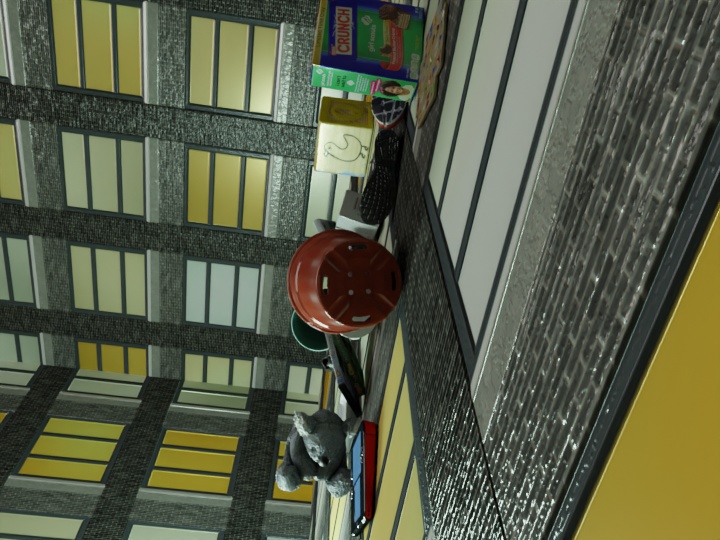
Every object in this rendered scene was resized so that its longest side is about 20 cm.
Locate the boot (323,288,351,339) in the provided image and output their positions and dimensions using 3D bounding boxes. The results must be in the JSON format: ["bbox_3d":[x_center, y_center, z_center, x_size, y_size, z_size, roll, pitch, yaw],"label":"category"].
[{"bbox_3d":[-0.056,0.108,1.660,0.201,0.143,0.073,101,172,-56],"label":"boot"}]

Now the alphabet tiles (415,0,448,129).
[{"bbox_3d":[0.112,-0.329,1.048,0.200,0.006,0.168,120,156,-80],"label":"alphabet tiles"}]

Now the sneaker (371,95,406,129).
[{"bbox_3d":[0.067,-0.347,1.388,0.201,0.076,0.085,-87,-14,-49],"label":"sneaker"}]

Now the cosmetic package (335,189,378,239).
[{"bbox_3d":[-0.006,-0.120,1.595,0.200,0.101,0.075,109,178,-74],"label":"cosmetic package"}]

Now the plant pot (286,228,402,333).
[{"bbox_3d":[-0.021,0.021,1.164,0.195,0.199,0.203,-179,96,-77],"label":"plant pot"}]

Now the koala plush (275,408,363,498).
[{"bbox_3d":[-0.087,0.372,1.441,0.201,0.176,0.185,107,169,-50],"label":"koala plush"}]

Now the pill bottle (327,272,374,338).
[{"bbox_3d":[-0.015,0.060,1.396,0.200,0.113,0.115,-94,12,-71],"label":"pill bottle"}]

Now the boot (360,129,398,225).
[{"bbox_3d":[0.049,-0.196,1.388,0.132,0.069,0.202,-68,-7,-83],"label":"boot"}]

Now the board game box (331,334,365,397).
[{"bbox_3d":[-0.034,0.174,1.472,0.105,0.023,0.201,-103,-9,-73],"label":"board game box"}]

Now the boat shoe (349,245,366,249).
[{"bbox_3d":[0.000,0.000,1.605,0.200,0.074,0.094,76,-177,-73],"label":"boat shoe"}]

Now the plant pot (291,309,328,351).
[{"bbox_3d":[-0.148,0.186,2.477,0.161,0.199,0.202,-47,-35,-80],"label":"plant pot"}]

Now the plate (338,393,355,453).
[{"bbox_3d":[-0.033,0.371,1.670,0.201,0.032,0.201,103,172,-49],"label":"plate"}]

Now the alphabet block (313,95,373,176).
[{"bbox_3d":[-0.060,-0.475,2.318,0.197,0.193,0.201,-91,8,-48],"label":"alphabet block"}]

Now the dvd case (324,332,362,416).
[{"bbox_3d":[-0.043,0.210,1.465,0.143,0.017,0.201,67,-176,-49],"label":"dvd case"}]

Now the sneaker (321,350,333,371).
[{"bbox_3d":[-0.071,0.267,1.940,0.200,0.090,0.067,131,147,-82],"label":"sneaker"}]

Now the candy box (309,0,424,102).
[{"bbox_3d":[0.013,-0.416,1.218,0.077,0.198,0.171,109,167,-69],"label":"candy box"}]

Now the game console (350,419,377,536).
[{"bbox_3d":[0.001,0.388,1.220,0.200,0.031,0.178,103,173,-59],"label":"game console"}]

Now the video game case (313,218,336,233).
[{"bbox_3d":[-0.054,-0.040,1.720,0.201,0.022,0.182,65,-169,3],"label":"video game case"}]
